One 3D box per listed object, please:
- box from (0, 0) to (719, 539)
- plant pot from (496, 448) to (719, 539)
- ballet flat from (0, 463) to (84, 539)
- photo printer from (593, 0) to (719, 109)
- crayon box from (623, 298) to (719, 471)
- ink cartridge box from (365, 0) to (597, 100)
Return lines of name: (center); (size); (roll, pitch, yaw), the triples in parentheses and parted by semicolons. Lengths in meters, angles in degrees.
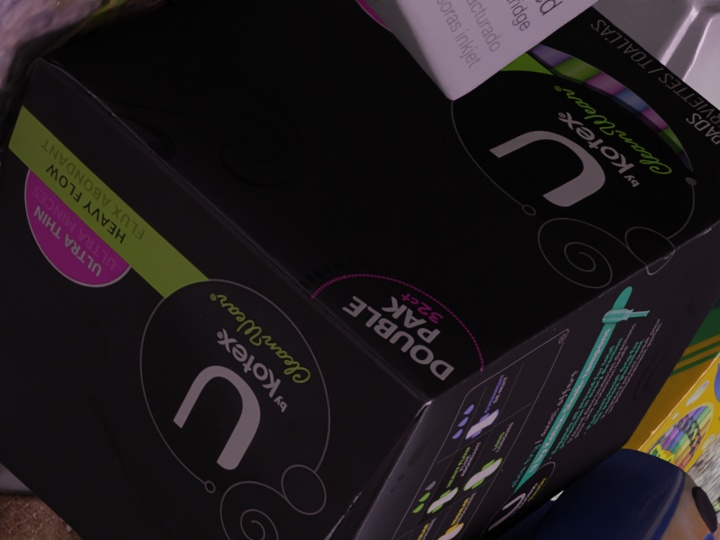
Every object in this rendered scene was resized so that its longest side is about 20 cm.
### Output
box: (0.000, 0.000, 0.867); (0.200, 0.148, 0.125); (-29, 153, -48)
plant pot: (0.044, 0.174, 0.933); (0.179, 0.201, 0.200); (-24, -175, 20)
ballet flat: (-0.091, 0.059, 0.930); (0.200, 0.070, 0.066); (-19, 117, -63)
photo printer: (0.114, -0.061, 1.147); (0.200, 0.069, 0.167); (-18, 143, -59)
crayon box: (0.159, 0.050, 1.498); (0.200, 0.052, 0.126); (-49, 162, -3)
ink cartridge box: (0.061, -0.158, 0.688); (0.200, 0.083, 0.145); (-35, 141, -3)
